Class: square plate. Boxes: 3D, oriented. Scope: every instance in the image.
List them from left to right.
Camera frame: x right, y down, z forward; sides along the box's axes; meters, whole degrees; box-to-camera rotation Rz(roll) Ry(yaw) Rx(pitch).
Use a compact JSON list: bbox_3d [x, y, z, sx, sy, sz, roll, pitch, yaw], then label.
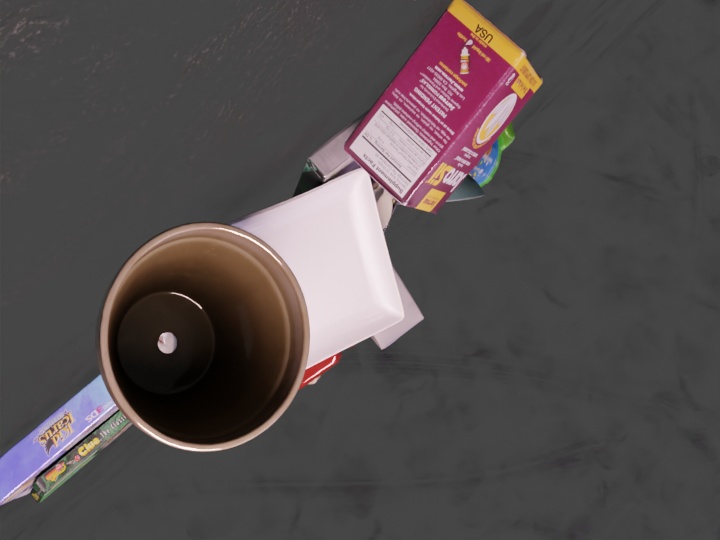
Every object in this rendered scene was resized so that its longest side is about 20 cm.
[{"bbox_3d":[-0.055,0.006,0.949,0.195,0.204,0.028,-25,-157,-21],"label":"square plate"}]

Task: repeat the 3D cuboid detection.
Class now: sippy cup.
[{"bbox_3d":[0.151,-0.202,1.313,0.179,0.139,0.130,-52,162,14],"label":"sippy cup"}]

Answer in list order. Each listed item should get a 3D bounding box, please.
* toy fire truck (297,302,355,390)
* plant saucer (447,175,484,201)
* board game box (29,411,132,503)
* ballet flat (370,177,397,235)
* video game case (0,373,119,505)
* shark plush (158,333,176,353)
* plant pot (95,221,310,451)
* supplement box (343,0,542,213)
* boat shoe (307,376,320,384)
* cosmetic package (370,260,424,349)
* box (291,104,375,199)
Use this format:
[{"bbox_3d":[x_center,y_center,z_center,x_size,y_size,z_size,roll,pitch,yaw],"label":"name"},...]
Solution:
[{"bbox_3d":[-0.087,0.050,1.024,0.164,0.205,0.112,-8,178,12],"label":"toy fire truck"},{"bbox_3d":[0.083,-0.125,1.190,0.195,0.037,0.200,-3,-170,0],"label":"plant saucer"},{"bbox_3d":[-0.339,0.220,1.057,0.200,0.024,0.105,-42,-178,-35],"label":"board game box"},{"bbox_3d":[0.001,-0.043,1.047,0.203,0.072,0.073,-65,170,11],"label":"ballet flat"},{"bbox_3d":[-0.377,0.209,1.037,0.199,0.046,0.181,-41,180,-15],"label":"video game case"},{"bbox_3d":[-0.249,0.099,1.061,0.200,0.089,0.085,55,54,-81],"label":"shark plush"},{"bbox_3d":[-0.171,0.066,0.795,0.199,0.202,0.173,-39,-168,-26],"label":"plant pot"},{"bbox_3d":[0.095,-0.175,0.899,0.201,0.103,0.130,-51,164,15],"label":"supplement box"},{"bbox_3d":[-0.072,0.123,1.140,0.072,0.066,0.199,-35,178,-43],"label":"boat shoe"},{"bbox_3d":[0.000,0.000,1.157,0.089,0.202,0.107,-32,-160,-5],"label":"cosmetic package"},{"bbox_3d":[-0.023,-0.129,1.027,0.144,0.036,0.200,-40,174,-22],"label":"box"}]
